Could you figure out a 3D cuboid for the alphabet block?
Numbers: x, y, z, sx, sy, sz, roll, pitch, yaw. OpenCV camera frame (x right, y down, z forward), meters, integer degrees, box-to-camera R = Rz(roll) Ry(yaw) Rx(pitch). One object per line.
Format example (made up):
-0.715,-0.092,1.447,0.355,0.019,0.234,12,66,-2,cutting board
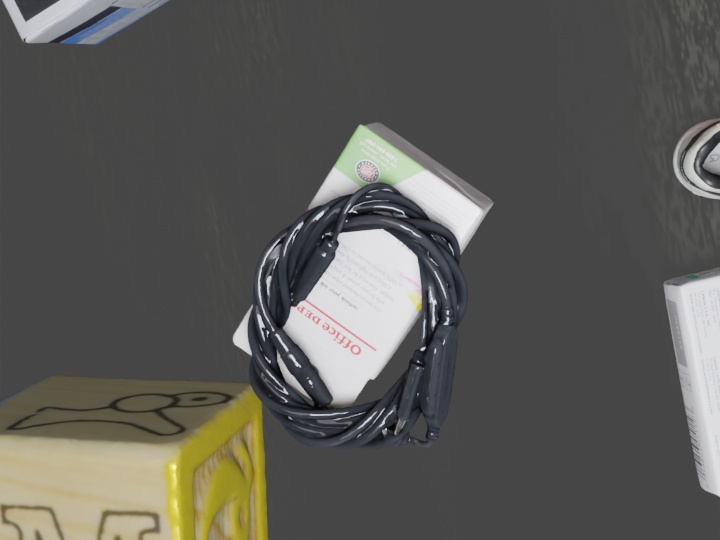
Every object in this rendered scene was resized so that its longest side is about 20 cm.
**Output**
-0.195,0.201,0.955,0.198,0.195,0.199,1,101,15,alphabet block

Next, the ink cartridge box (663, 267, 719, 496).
0.336,0.066,0.886,0.198,0.050,0.163,-13,96,-3,ink cartridge box

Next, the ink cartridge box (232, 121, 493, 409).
0.000,0.000,0.936,0.117,0.067,0.201,35,105,5,ink cartridge box

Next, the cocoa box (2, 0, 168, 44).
-0.221,-0.290,0.910,0.132,0.131,0.202,-26,92,16,cocoa box

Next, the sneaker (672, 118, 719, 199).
0.320,-0.083,0.833,0.198,0.088,0.077,-12,94,14,sneaker

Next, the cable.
-0.005,0.033,0.888,0.161,0.051,0.203,8,104,16,cable
